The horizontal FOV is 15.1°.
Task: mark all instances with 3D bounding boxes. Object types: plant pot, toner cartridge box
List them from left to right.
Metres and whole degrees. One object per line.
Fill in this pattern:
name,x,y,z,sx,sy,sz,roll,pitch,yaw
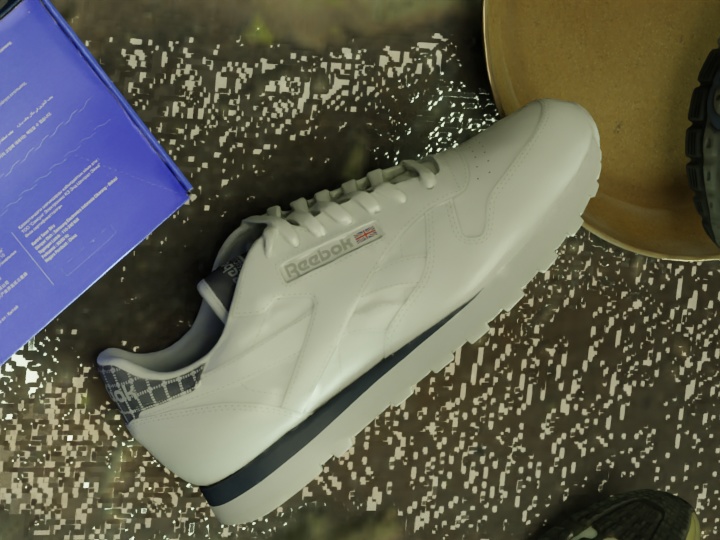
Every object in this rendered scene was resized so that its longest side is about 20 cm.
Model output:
toner cartridge box,-0.162,0.001,0.917,0.200,0.043,0.095,-42,113,-12
plant pot,0.130,-0.104,1.040,0.200,0.027,0.201,-5,102,-25

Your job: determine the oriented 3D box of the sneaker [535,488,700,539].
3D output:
sneaker,0.086,0.180,1.062,0.089,0.077,0.200,25,95,-40

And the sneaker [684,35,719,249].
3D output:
sneaker,0.190,-0.092,1.018,0.087,0.074,0.200,24,90,-32

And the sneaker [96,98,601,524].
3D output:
sneaker,0.000,0.000,0.970,0.200,0.076,0.081,-42,101,-4
